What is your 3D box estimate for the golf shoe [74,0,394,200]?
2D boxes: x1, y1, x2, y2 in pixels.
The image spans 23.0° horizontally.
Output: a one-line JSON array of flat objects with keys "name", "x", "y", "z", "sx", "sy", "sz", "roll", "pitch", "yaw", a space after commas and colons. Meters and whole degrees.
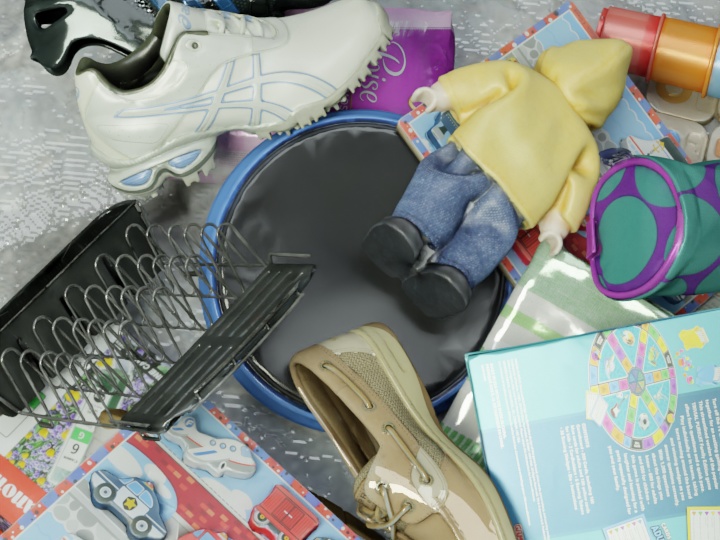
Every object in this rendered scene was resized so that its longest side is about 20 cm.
[{"name": "golf shoe", "x": -0.077, "y": -0.125, "z": 1.060, "sx": 0.199, "sy": 0.098, "sz": 0.078, "roll": -29, "pitch": 34, "yaw": -5}]

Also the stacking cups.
[{"name": "stacking cups", "x": 0.251, "y": -0.129, "z": 1.168, "sx": 0.198, "sy": 0.061, "sz": 0.061, "roll": 12, "pitch": 63, "yaw": 10}]

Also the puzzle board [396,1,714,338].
[{"name": "puzzle board", "x": 0.136, "y": -0.050, "z": 1.079, "sx": 0.150, "sy": 0.017, "sz": 0.200, "roll": -36, "pitch": 89, "yaw": -22}]

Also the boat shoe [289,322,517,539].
[{"name": "boat shoe", "x": 0.024, "y": 0.122, "z": 0.991, "sx": 0.064, "sy": 0.071, "sz": 0.201, "roll": -16, "pitch": 58, "yaw": -27}]

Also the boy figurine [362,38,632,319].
[{"name": "boy figurine", "x": 0.084, "y": -0.071, "z": 1.026, "sx": 0.124, "sy": 0.064, "sz": 0.200, "roll": 42, "pitch": 67, "yaw": -6}]

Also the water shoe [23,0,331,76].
[{"name": "water shoe", "x": -0.111, "y": -0.157, "z": 1.117, "sx": 0.198, "sy": 0.072, "sz": 0.080, "roll": -2, "pitch": 88, "yaw": -2}]

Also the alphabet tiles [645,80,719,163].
[{"name": "alphabet tiles", "x": 0.278, "y": -0.069, "z": 1.175, "sx": 0.194, "sy": 0.015, "sz": 0.201, "roll": 15, "pitch": 64, "yaw": 8}]

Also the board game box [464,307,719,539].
[{"name": "board game box", "x": 0.170, "y": 0.103, "z": 0.985, "sx": 0.198, "sy": 0.047, "sz": 0.152, "roll": -11, "pitch": 85, "yaw": 10}]

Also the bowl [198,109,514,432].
[{"name": "bowl", "x": 0.000, "y": 0.000, "z": 1.081, "sx": 0.199, "sy": 0.039, "sz": 0.202, "roll": 0, "pitch": 87, "yaw": -3}]

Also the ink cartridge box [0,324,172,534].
[{"name": "ink cartridge box", "x": -0.201, "y": 0.117, "z": 1.056, "sx": 0.109, "sy": 0.050, "sz": 0.200, "roll": 36, "pitch": 67, "yaw": 16}]

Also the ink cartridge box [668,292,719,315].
[{"name": "ink cartridge box", "x": 0.209, "y": 0.053, "z": 1.101, "sx": 0.160, "sy": 0.047, "sz": 0.200, "roll": 35, "pitch": 62, "yaw": 17}]

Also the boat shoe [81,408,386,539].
[{"name": "boat shoe", "x": -0.071, "y": 0.149, "z": 1.026, "sx": 0.199, "sy": 0.071, "sz": 0.070, "roll": 25, "pitch": 87, "yaw": -7}]

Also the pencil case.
[{"name": "pencil case", "x": 0.224, "y": -0.027, "z": 1.037, "sx": 0.199, "sy": 0.092, "sz": 0.086, "roll": -1, "pitch": 93, "yaw": -34}]

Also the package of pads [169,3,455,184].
[{"name": "package of pads", "x": -0.038, "y": -0.113, "z": 1.162, "sx": 0.198, "sy": 0.076, "sz": 0.121, "roll": 5, "pitch": 66, "yaw": 2}]

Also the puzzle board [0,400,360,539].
[{"name": "puzzle board", "x": -0.074, "y": 0.166, "z": 0.935, "sx": 0.200, "sy": 0.017, "sz": 0.151, "roll": 41, "pitch": 56, "yaw": 11}]

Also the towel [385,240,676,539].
[{"name": "towel", "x": 0.122, "y": 0.106, "z": 1.029, "sx": 0.152, "sy": 0.023, "sz": 0.201, "roll": 30, "pitch": 94, "yaw": 11}]

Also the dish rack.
[{"name": "dish rack", "x": -0.123, "y": 0.027, "z": 0.988, "sx": 0.199, "sy": 0.055, "sz": 0.154, "roll": 2, "pitch": 43, "yaw": 51}]
